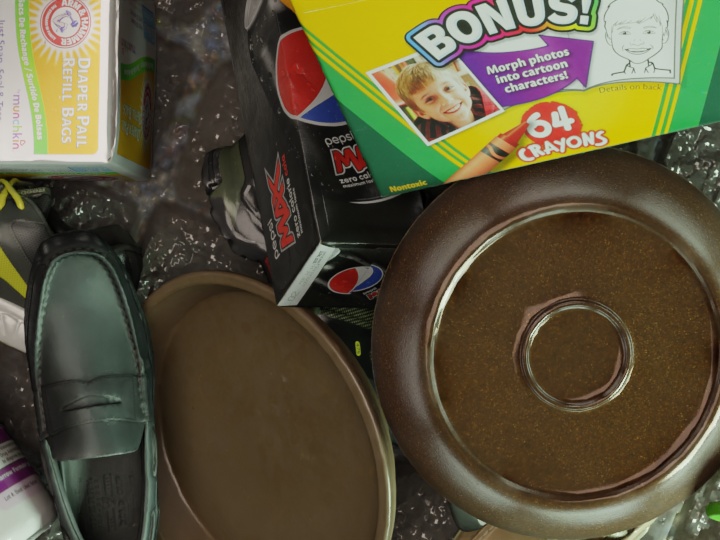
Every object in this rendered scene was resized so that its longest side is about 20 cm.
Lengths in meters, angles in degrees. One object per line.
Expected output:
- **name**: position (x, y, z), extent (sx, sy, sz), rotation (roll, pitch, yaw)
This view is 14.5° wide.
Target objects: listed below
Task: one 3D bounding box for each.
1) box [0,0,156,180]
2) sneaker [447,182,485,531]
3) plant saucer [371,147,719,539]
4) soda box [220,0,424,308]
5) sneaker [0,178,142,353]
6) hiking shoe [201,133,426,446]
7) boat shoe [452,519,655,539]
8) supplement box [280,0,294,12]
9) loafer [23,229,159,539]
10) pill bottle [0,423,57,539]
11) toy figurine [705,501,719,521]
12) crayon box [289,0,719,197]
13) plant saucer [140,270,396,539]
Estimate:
- **box**: position (-0.216, -0.103, 1.522), extent (0.199, 0.112, 0.102), rotation (1, 87, 8)
- **sneaker**: position (0.100, 0.039, 1.505), extent (0.107, 0.067, 0.203), rotation (1, 85, 9)
- **plant saucer**: position (0.105, 0.039, 1.400), extent (0.199, 0.032, 0.201), rotation (0, 101, -3)
- **soda box**: position (-0.021, -0.083, 1.468), extent (0.063, 0.071, 0.201), rotation (1, 60, -23)
- **sneaker**: position (-0.209, -0.019, 1.529), extent (0.199, 0.075, 0.085), rotation (23, 105, -18)
- **hiking shoe**: position (0.000, 0.000, 1.518), extent (0.100, 0.076, 0.200), rotation (-34, 87, 11)
- **boat shoe**: position (0.118, 0.127, 1.513), extent (0.200, 0.065, 0.072), rotation (-38, 87, 8)
- **supplement box**: position (0.002, -0.221, 1.375), extent (0.126, 0.074, 0.200), rotation (39, 137, -23)
- **loafer**: position (-0.138, 0.078, 1.501), extent (0.068, 0.070, 0.202), rotation (-8, 110, -8)
- **pill bottle**: position (-0.263, 0.084, 1.540), extent (0.112, 0.112, 0.200), rotation (-36, 87, 8)
- **toy figurine**: position (0.281, 0.051, 1.455), extent (0.199, 0.150, 0.185), rotation (10, 81, -14)
- **crayon box**: position (0.074, -0.134, 1.330), extent (0.199, 0.058, 0.173), rotation (-12, 130, 18)
- **plant saucer**: position (-0.053, 0.094, 1.506), extent (0.199, 0.029, 0.201), rotation (17, 117, 38)
